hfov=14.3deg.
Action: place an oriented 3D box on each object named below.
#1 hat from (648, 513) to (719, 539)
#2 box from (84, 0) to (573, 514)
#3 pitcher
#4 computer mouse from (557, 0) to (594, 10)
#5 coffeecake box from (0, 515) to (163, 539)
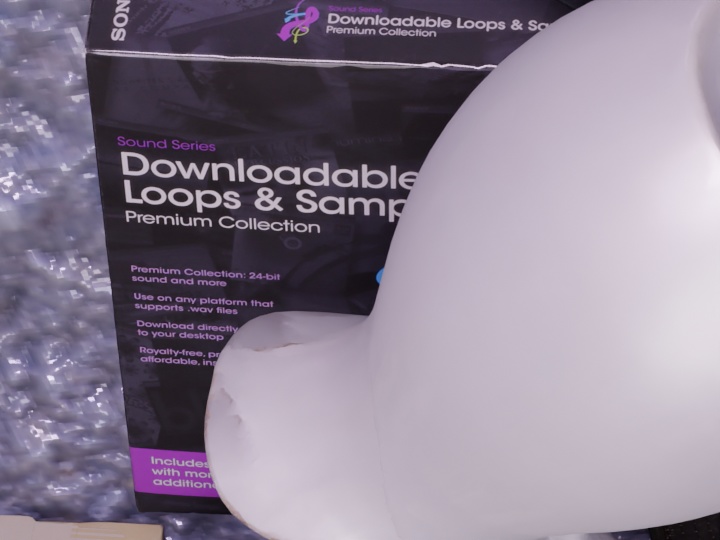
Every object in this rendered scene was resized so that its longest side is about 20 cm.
[{"bbox_3d":[0.185,0.092,0.867,0.200,0.081,0.201,3,141,2],"label":"hat"},{"bbox_3d":[0.000,0.000,0.814,0.142,0.036,0.200,2,137,3],"label":"box"},{"bbox_3d":[0.078,0.023,0.720,0.171,0.122,0.200,27,141,-18],"label":"pitcher"},{"bbox_3d":[0.084,-0.080,0.722,0.200,0.034,0.059,31,121,-35],"label":"computer mouse"},{"bbox_3d":[-0.099,0.203,0.968,0.073,0.154,0.200,2,139,7],"label":"coffeecake box"}]
